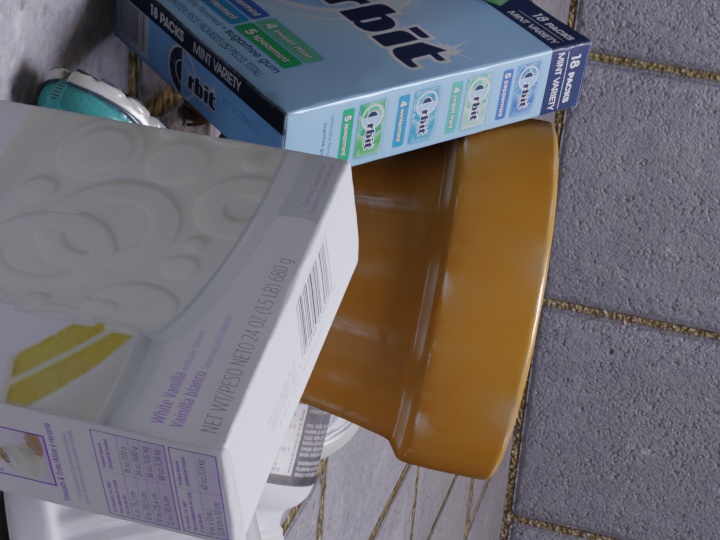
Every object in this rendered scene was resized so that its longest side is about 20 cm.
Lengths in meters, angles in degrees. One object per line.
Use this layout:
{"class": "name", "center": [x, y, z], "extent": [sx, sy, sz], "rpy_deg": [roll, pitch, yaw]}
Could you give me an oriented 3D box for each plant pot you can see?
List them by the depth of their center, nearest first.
{"class": "plant pot", "center": [0.000, 0.000, 0.866], "extent": [0.200, 0.181, 0.203], "rpy_deg": [-169, -90, -89]}

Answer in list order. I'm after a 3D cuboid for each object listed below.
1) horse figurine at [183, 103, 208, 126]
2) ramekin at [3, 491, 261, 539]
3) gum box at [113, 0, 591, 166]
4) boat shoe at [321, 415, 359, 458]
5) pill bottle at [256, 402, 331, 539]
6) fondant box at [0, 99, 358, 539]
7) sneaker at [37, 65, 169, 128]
{"class": "horse figurine", "center": [-0.063, -0.114, 1.060], "extent": [0.200, 0.049, 0.134], "rpy_deg": [32, 76, -79]}
{"class": "ramekin", "center": [-0.104, 0.142, 0.783], "extent": [0.200, 0.104, 0.203], "rpy_deg": [167, -90, -86]}
{"class": "gum box", "center": [-0.006, -0.125, 0.835], "extent": [0.198, 0.170, 0.045], "rpy_deg": [-18, 133, -32]}
{"class": "boat shoe", "center": [-0.015, 0.055, 1.149], "extent": [0.201, 0.069, 0.072], "rpy_deg": [-55, 154, -44]}
{"class": "pill bottle", "center": [-0.075, 0.086, 1.003], "extent": [0.116, 0.115, 0.203], "rpy_deg": [15, 89, -77]}
{"class": "fondant box", "center": [-0.115, 0.009, 0.589], "extent": [0.059, 0.197, 0.145], "rpy_deg": [85, 21, -46]}
{"class": "sneaker", "center": [-0.130, -0.016, 0.801], "extent": [0.080, 0.077, 0.201], "rpy_deg": [-57, 155, -38]}
